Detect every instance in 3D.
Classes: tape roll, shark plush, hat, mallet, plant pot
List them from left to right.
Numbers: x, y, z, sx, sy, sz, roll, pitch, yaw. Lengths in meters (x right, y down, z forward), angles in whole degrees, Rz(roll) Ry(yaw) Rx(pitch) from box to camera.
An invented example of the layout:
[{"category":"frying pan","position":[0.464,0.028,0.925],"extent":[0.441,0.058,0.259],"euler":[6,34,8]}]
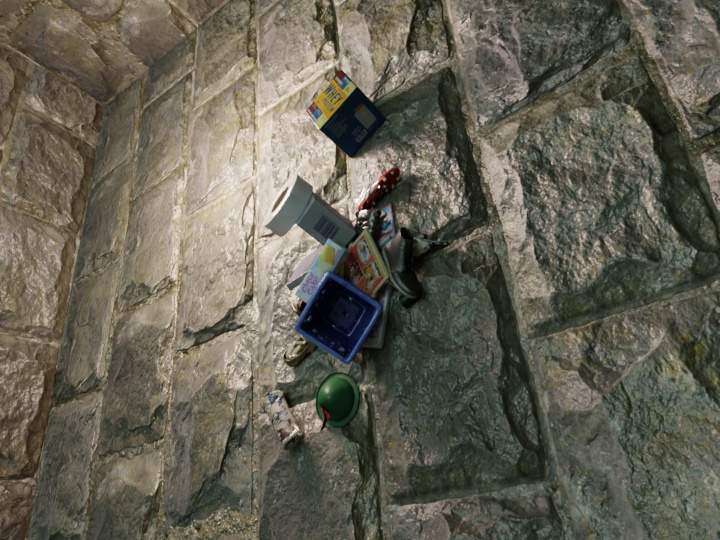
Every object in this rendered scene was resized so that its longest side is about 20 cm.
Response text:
[{"category":"tape roll","position":[-0.239,-0.215,1.726],"extent":[0.203,0.070,0.205],"euler":[-46,23,25]},{"category":"hat","position":[-0.110,0.375,1.558],"extent":[0.196,0.175,0.170],"euler":[11,77,39]},{"category":"plant pot","position":[-0.056,0.135,1.563],"extent":[0.197,0.180,0.203],"euler":[32,92,4]},{"category":"mallet","position":[0.118,0.032,1.626],"extent":[0.066,0.041,0.201],"euler":[-42,47,9]},{"category":"shark plush","position":[0.176,-0.095,1.613],"extent":[0.196,0.092,0.083],"euler":[-10,27,41]}]

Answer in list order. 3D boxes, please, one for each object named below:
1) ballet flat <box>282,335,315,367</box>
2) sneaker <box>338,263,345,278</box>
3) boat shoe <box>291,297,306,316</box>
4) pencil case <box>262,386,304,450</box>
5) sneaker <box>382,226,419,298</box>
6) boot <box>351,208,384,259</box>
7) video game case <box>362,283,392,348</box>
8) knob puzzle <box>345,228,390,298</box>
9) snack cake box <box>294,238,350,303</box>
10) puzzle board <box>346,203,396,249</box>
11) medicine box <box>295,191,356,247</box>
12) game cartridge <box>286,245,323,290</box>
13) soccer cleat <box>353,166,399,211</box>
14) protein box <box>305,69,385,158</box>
[{"category":"ballet flat","position":[-0.190,0.243,1.751],"extent":[0.201,0.065,0.071],"euler":[-51,48,8]},{"category":"sneaker","position":[-0.097,0.057,1.721],"extent":[0.078,0.082,0.207],"euler":[145,126,-75]},{"category":"boat shoe","position":[-0.181,0.122,1.773],"extent":[0.197,0.073,0.073],"euler":[14,64,49]},{"category":"pencil case","position":[-0.248,0.479,1.686],"extent":[0.201,0.076,0.091],"euler":[52,123,40]},{"category":"sneaker","position":[0.131,-0.024,1.532],"extent":[0.107,0.073,0.203],"euler":[-55,49,41]},{"category":"boot","position":[0.036,-0.119,1.705],"extent":[0.196,0.069,0.179],"euler":[10,80,41]},{"category":"video game case","position":[0.009,0.141,1.669],"extent":[0.178,0.023,0.206],"euler":[-2,70,37]},{"category":"knob puzzle","position":[0.000,0.000,1.646],"extent":[0.217,0.030,0.227],"euler":[12,105,51]},{"category":"snack cake box","position":[-0.115,0.007,1.629],"extent":[0.066,0.115,0.203],"euler":[32,93,7]},{"category":"puzzle board","position":[0.030,-0.124,1.770],"extent":[0.196,0.017,0.155],"euler":[-23,59,28]},{"category":"medicine box","position":[-0.126,-0.166,1.755],"extent":[0.104,0.181,0.200],"euler":[-50,21,8]},{"category":"game cartridge","position":[-0.176,-0.014,1.801],"extent":[0.127,0.039,0.201],"euler":[-27,19,22]},{"category":"soccer cleat","position":[0.053,-0.285,1.789],"extent":[0.201,0.068,0.086],"euler":[-48,46,13]},{"category":"protein box","position":[-0.052,-0.564,1.898],"extent":[0.198,0.199,0.136],"euler":[-44,51,12]}]
